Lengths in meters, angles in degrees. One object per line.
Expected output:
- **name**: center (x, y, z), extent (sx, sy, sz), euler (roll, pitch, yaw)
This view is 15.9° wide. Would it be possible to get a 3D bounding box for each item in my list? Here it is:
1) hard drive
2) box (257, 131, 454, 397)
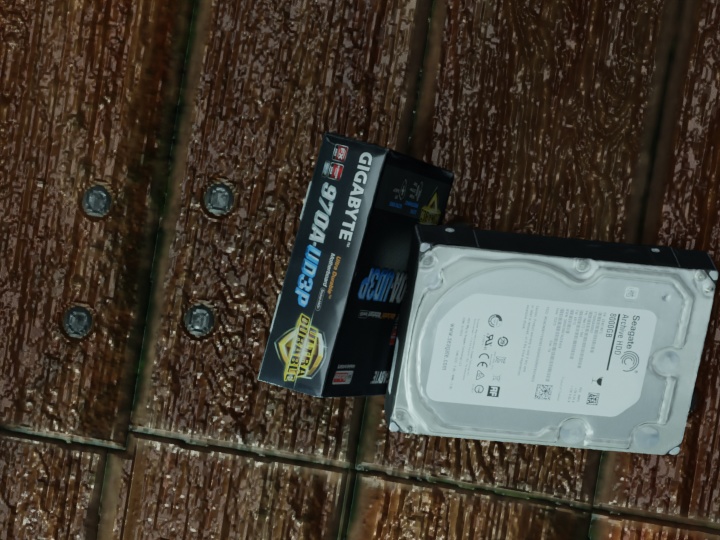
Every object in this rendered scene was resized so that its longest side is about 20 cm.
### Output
- **hard drive**: center (0.123, 0.047, 1.682), extent (0.199, 0.038, 0.140), euler (6, 114, -10)
- **box**: center (0.000, 0.000, 1.652), extent (0.046, 0.200, 0.160), euler (16, 91, 14)
